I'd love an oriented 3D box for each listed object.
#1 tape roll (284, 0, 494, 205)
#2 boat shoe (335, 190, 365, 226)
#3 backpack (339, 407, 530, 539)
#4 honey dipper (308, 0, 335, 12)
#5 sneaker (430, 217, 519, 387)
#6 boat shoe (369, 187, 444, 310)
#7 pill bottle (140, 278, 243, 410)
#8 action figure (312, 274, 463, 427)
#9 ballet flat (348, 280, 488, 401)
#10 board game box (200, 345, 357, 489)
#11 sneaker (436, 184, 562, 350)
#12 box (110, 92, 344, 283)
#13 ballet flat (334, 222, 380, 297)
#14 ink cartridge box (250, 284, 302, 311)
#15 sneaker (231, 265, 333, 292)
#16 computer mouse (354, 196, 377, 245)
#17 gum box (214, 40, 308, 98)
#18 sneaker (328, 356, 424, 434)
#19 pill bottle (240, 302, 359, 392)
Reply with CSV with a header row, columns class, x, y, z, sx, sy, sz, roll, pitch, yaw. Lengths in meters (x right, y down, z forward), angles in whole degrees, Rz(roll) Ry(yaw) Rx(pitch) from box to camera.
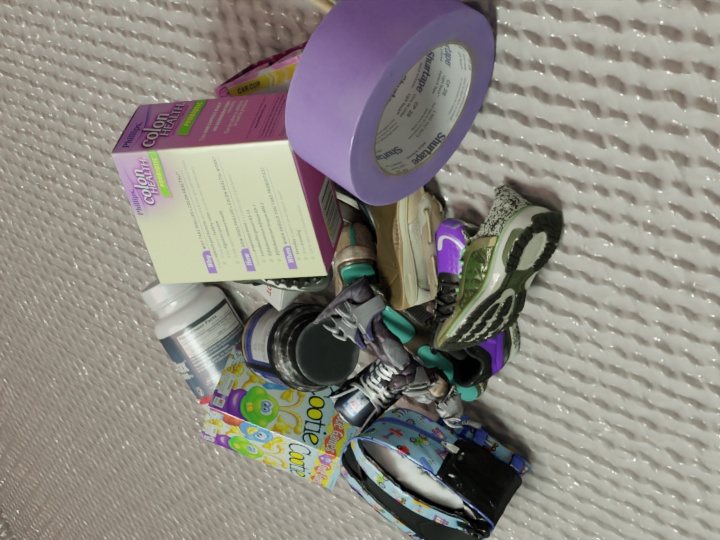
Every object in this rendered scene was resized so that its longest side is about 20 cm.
class,x,y,z,sx,sy,sz,roll,pitch,yaw
tape roll,0.029,-0.166,1.219,0.085,0.200,0.201,35,146,27
boat shoe,-0.087,-0.077,1.530,0.199,0.060,0.072,20,165,-11
backpack,0.081,0.246,1.616,0.199,0.135,0.183,34,150,6
honey dipper,-0.039,-0.274,1.368,0.200,0.038,0.038,38,147,19
sneaker,0.111,0.044,1.427,0.069,0.099,0.201,15,134,44
boat shoe,0.054,-0.059,1.440,0.072,0.065,0.201,25,124,59
pill bottle,-0.232,0.092,1.942,0.201,0.119,0.119,58,150,-9
action figure,0.042,0.101,1.465,0.200,0.069,0.130,46,166,2
ballet flat,0.073,0.066,1.527,0.200,0.072,0.072,41,151,-6
board game box,-0.106,0.204,1.823,0.199,0.103,0.105,21,146,1
sneaker,0.130,-0.003,1.358,0.201,0.077,0.089,-59,46,28
box,-0.137,-0.087,1.421,0.199,0.097,0.177,-4,128,16
ballet flat,0.000,0.000,1.564,0.200,0.068,0.068,93,169,-67
ink cartridge box,-0.135,-0.069,1.670,0.200,0.083,0.147,41,148,20
sneaker,-0.114,-0.013,1.557,0.199,0.067,0.090,14,169,22
computer mouse,0.037,-0.025,1.534,0.059,0.034,0.201,54,168,49
gum box,-0.067,-0.184,1.468,0.200,0.066,0.114,-7,118,57
sneaker,0.029,0.134,1.631,0.070,0.108,0.200,49,150,6
pill bottle,-0.076,0.098,1.702,0.112,0.112,0.200,59,161,-12
